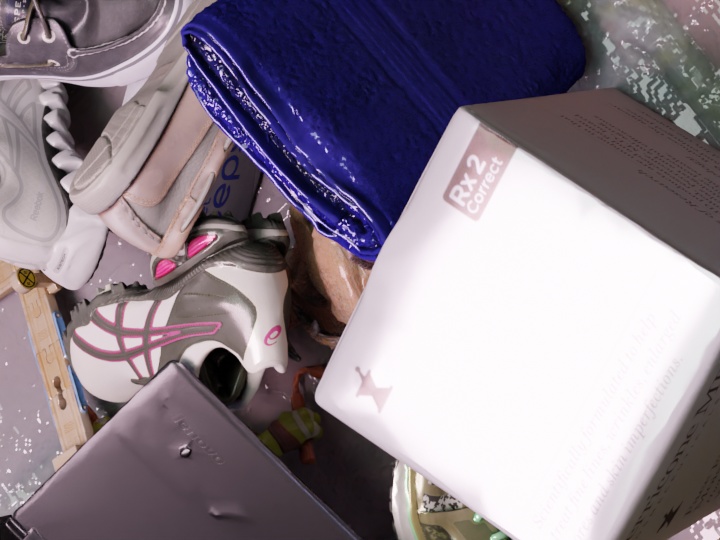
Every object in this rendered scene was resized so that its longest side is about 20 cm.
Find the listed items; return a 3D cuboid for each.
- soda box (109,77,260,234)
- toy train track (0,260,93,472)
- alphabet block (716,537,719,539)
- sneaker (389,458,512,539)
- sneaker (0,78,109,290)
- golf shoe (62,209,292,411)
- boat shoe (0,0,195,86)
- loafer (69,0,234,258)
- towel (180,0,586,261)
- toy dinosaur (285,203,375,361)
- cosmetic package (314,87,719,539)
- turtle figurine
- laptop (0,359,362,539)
[{"bbox_3d":[-0.081,-0.109,1.375,0.063,0.068,0.201,25,107,26],"label":"soda box"},{"bbox_3d":[-0.192,0.032,1.450,0.114,0.032,0.201,-32,69,39],"label":"toy train track"},{"bbox_3d":[0.242,0.236,1.169,0.194,0.196,0.201,1,97,27],"label":"alphabet block"},{"bbox_3d":[0.073,0.156,1.331,0.088,0.077,0.201,-9,99,18],"label":"sneaker"},{"bbox_3d":[-0.204,-0.070,1.406,0.075,0.081,0.200,-66,34,28],"label":"sneaker"},{"bbox_3d":[-0.100,0.042,1.325,0.200,0.077,0.089,-40,59,54],"label":"golf shoe"},{"bbox_3d":[-0.177,-0.139,1.353,0.199,0.066,0.070,2,84,36],"label":"boat shoe"},{"bbox_3d":[-0.071,-0.097,1.273,0.063,0.200,0.072,40,161,-19],"label":"loafer"},{"bbox_3d":[0.013,-0.104,1.240,0.148,0.200,0.050,50,141,-2],"label":"towel"},{"bbox_3d":[0.000,0.000,1.304,0.085,0.200,0.136,1,103,-13],"label":"toy dinosaur"},{"bbox_3d":[0.115,0.024,1.207,0.165,0.200,0.166,33,111,20],"label":"cosmetic package"},{"bbox_3d":[-0.085,0.121,1.408,0.199,0.064,0.162,-3,95,29],"label":"turtle figurine"},{"bbox_3d":[-0.092,0.161,1.357,0.187,0.200,0.116,45,74,-6],"label":"laptop"}]
